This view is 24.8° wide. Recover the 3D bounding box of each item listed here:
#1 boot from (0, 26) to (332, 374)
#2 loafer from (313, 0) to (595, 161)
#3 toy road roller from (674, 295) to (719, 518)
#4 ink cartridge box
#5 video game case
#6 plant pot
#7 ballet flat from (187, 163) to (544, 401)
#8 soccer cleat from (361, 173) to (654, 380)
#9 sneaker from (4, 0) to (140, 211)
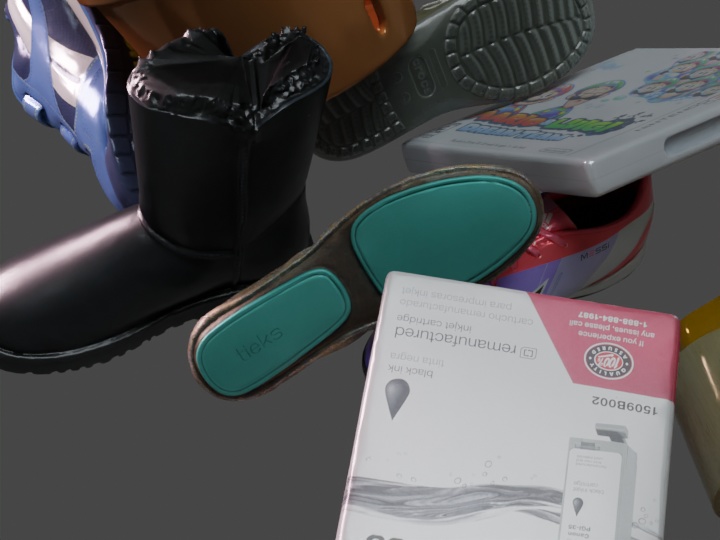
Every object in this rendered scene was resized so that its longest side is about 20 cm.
[{"bbox_3d":[-0.111,-0.040,0.840,0.199,0.169,0.077,-15,51,-15],"label":"boot"},{"bbox_3d":[0.045,-0.131,0.981,0.199,0.076,0.070,-21,24,-12],"label":"loafer"},{"bbox_3d":[0.270,0.063,0.828,0.199,0.146,0.123,-31,47,19],"label":"toy road roller"},{"bbox_3d":[0.064,0.114,0.749,0.145,0.083,0.201,9,59,3],"label":"ink cartridge box"},{"bbox_3d":[0.145,-0.088,0.921,0.181,0.024,0.200,-24,16,-22],"label":"video game case"},{"bbox_3d":[-0.058,-0.169,0.911,0.199,0.141,0.200,-24,21,10],"label":"plant pot"},{"bbox_3d":[0.000,0.000,0.846,0.199,0.067,0.068,-25,96,4],"label":"ballet flat"},{"bbox_3d":[0.081,0.000,0.880,0.199,0.073,0.068,-30,58,-27],"label":"soccer cleat"},{"bbox_3d":[-0.155,-0.105,0.964,0.074,0.082,0.201,7,53,-48],"label":"sneaker"}]
